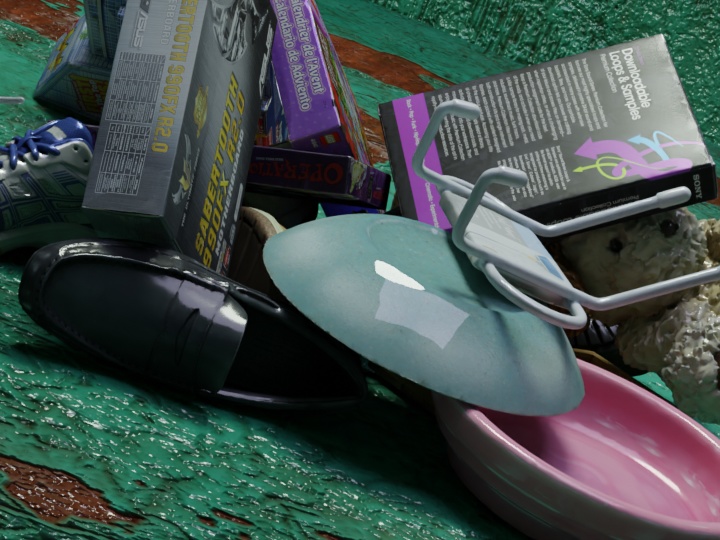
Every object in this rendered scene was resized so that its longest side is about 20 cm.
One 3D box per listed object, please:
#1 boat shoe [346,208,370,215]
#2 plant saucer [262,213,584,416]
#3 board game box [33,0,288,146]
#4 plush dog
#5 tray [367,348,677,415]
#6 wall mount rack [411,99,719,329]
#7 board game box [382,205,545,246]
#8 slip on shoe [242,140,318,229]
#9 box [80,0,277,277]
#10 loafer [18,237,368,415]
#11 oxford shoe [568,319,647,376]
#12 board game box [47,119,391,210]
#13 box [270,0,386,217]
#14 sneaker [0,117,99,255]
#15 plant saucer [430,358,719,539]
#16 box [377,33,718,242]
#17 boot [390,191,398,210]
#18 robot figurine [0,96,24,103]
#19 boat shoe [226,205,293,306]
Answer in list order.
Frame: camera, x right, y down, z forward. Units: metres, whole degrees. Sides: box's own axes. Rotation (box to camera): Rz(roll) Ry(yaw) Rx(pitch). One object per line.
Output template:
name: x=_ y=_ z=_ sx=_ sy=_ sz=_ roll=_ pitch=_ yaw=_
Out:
boat shoe: x=-0.001 y=-0.003 z=1.357 sx=0.060 sy=0.072 sz=0.202 roll=-24 pitch=8 yaw=-1
plant saucer: x=0.043 y=0.012 z=1.210 sx=0.200 sy=0.039 sz=0.201 roll=22 pitch=19 yaw=-8
board game box: x=-0.159 y=-0.166 z=1.676 sx=0.199 sy=0.062 sz=0.200 roll=13 pitch=-32 yaw=8
plush dog: x=0.201 y=0.005 z=1.410 sx=0.172 sy=0.200 sz=0.160 roll=39 pitch=-29 yaw=-1
tray: x=0.109 y=0.078 z=1.359 sx=0.199 sy=0.037 sz=0.099 roll=9 pitch=18 yaw=-43
wall mount rack: x=0.123 y=-0.028 z=1.245 sx=0.173 sy=0.075 sz=0.200 roll=23 pitch=17 yaw=-19
board game box: x=0.067 y=-0.010 z=1.502 sx=0.157 sy=0.039 sz=0.200 roll=4 pitch=-19 yaw=-37
slip on shoe: x=-0.057 y=-0.059 z=1.607 sx=0.076 sy=0.061 sz=0.200 roll=-19 pitch=0 yaw=-1
box: x=-0.099 y=-0.094 z=1.230 sx=0.048 sy=0.201 sz=0.159 roll=6 pitch=-20 yaw=10
loafer: x=-0.084 y=0.031 z=1.146 sx=0.200 sy=0.068 sz=0.070 roll=19 pitch=3 yaw=-28
oxford shoe: x=0.160 y=0.048 z=1.512 sx=0.199 sy=0.085 sz=0.073 roll=0 pitch=53 yaw=-18
board game box: x=-0.089 y=-0.067 z=1.379 sx=0.199 sy=0.032 sz=0.120 roll=8 pitch=3 yaw=14
box: x=-0.024 y=-0.107 z=1.518 sx=0.200 sy=0.039 sz=0.137 roll=64 pitch=10 yaw=-63
sneaker: x=-0.202 y=-0.055 z=1.269 sx=0.199 sy=0.088 sz=0.075 roll=9 pitch=20 yaw=-41
plant saucer: x=0.126 y=0.108 z=1.193 sx=0.200 sy=0.051 sz=0.201 roll=21 pitch=18 yaw=-7
box: x=0.118 y=-0.077 z=1.393 sx=0.199 sy=0.036 sz=0.143 roll=-15 pitch=42 yaw=4
boot: x=0.118 y=-0.039 z=1.580 sx=0.166 sy=0.073 sz=0.200 roll=12 pitch=-24 yaw=-17
robot figurine: x=-0.304 y=-0.117 z=1.291 sx=0.199 sy=0.113 sz=0.170 roll=19 pitch=-21 yaw=-13
boat shoe: x=-0.062 y=-0.001 z=1.336 sx=0.076 sy=0.072 sz=0.200 roll=28 pitch=8 yaw=-28
